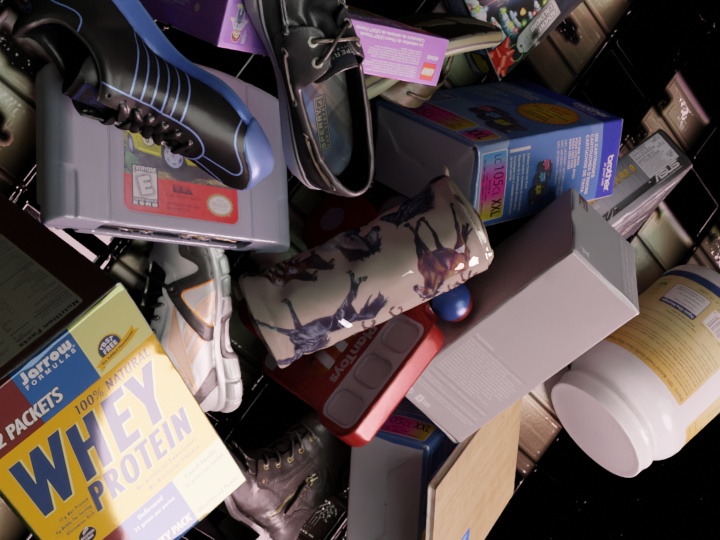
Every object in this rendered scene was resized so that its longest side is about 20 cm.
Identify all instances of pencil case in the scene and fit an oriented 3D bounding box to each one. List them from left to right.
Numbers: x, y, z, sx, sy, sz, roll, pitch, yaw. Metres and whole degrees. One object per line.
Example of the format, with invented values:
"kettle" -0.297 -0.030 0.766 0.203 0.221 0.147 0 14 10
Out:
"pencil case" 0.000 0.000 1.068 0.200 0.090 0.078 -26 134 4

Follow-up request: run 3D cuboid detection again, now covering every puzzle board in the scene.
"puzzle board" 0.097 0.192 1.226 0.200 0.017 0.151 -44 143 -51

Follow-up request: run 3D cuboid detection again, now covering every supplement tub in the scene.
"supplement tub" 0.309 0.104 1.440 0.200 0.144 0.145 -38 130 -20

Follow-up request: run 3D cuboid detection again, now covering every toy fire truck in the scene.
"toy fire truck" 0.011 0.034 1.145 0.200 0.168 0.112 -50 133 -9

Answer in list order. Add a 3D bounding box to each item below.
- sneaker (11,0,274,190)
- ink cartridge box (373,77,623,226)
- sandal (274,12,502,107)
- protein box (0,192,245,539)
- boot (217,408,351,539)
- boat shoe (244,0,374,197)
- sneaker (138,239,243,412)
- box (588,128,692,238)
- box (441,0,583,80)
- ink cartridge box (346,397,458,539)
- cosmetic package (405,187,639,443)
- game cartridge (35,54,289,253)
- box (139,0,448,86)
"sneaker" -0.149 -0.118 0.951 0.200 0.070 0.078 45 57 -12
"ink cartridge box" 0.128 -0.107 1.196 0.200 0.136 0.077 -12 119 -36
"sandal" 0.023 -0.156 1.129 0.201 0.080 0.057 -27 124 -14
"protein box" -0.217 0.082 0.958 0.135 0.200 0.199 -40 130 -17
"boot" -0.064 0.153 1.222 0.174 0.069 0.200 -45 136 -21
"boat shoe" -0.026 -0.136 0.915 0.070 0.066 0.201 -24 125 -29
"sneaker" -0.143 0.033 1.085 0.080 0.074 0.201 -16 116 -23
"box" 0.199 -0.031 1.292 0.200 0.048 0.158 -35 169 -21
"box" 0.152 -0.280 1.200 0.200 0.040 0.137 -45 132 -14
"ink cartridge box" 0.065 0.164 1.272 0.200 0.076 0.137 -41 139 -57
"cosmetic package" 0.126 0.037 1.141 0.200 0.107 0.090 -36 110 28
"game cartridge" -0.139 -0.087 1.013 0.200 0.041 0.134 6 71 -38
"box" -0.054 -0.180 1.012 0.200 0.137 0.039 3 108 -41
